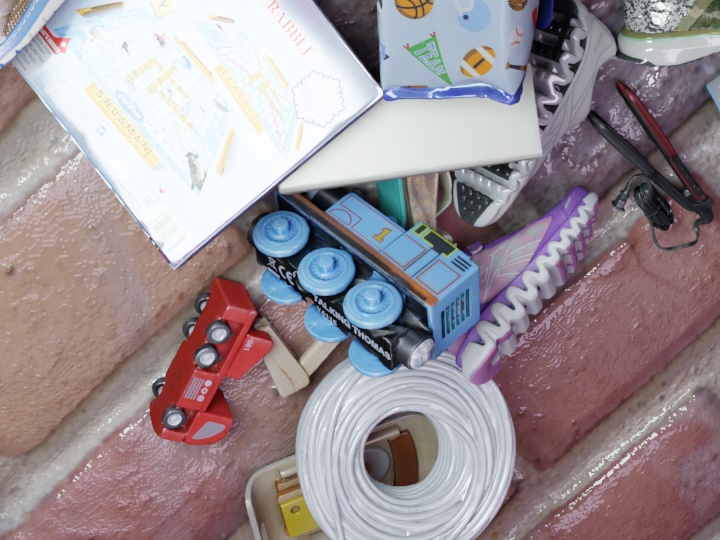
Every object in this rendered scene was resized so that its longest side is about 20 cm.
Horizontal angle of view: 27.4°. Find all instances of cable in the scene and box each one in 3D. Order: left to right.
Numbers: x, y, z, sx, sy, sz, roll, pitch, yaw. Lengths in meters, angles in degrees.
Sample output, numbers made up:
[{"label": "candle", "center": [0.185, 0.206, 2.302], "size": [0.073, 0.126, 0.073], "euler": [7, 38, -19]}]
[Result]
[{"label": "cable", "center": [0.040, 0.164, 1.319], "size": [0.198, 0.069, 0.202], "euler": [-23, 99, -8]}]

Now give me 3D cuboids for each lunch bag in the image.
[{"label": "lunch bag", "center": [0.081, -0.236, 1.045], "size": [0.122, 0.201, 0.172], "euler": [5, 123, 9]}]

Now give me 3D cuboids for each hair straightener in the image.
[{"label": "hair straightener", "center": [0.253, -0.080, 1.313], "size": [0.077, 0.041, 0.200], "euler": [-40, 131, 7]}]

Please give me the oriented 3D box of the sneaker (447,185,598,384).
[{"label": "sneaker", "center": [0.128, -0.002, 1.285], "size": [0.201, 0.088, 0.081], "euler": [-50, 158, -10]}]

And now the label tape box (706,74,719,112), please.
[{"label": "label tape box", "center": [0.401, -0.158, 1.220], "size": [0.066, 0.144, 0.200], "euler": [28, 123, -35]}]

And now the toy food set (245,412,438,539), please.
[{"label": "toy food set", "center": [-0.004, 0.230, 1.391], "size": [0.198, 0.061, 0.145], "euler": [-20, 126, -9]}]

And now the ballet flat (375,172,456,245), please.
[{"label": "ballet flat", "center": [0.050, -0.036, 1.242], "size": [0.067, 0.068, 0.202], "euler": [-23, 130, -30]}]

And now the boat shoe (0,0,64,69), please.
[{"label": "boat shoe", "center": [-0.242, -0.207, 1.019], "size": [0.200, 0.072, 0.072], "euler": [-46, 122, -1]}]

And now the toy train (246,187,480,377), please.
[{"label": "toy train", "center": [0.000, 0.000, 1.170], "size": [0.114, 0.199, 0.087], "euler": [-37, 145, -25]}]

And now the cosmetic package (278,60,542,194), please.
[{"label": "cosmetic package", "center": [0.034, -0.106, 1.121], "size": [0.197, 0.104, 0.074], "euler": [-9, 93, 3]}]

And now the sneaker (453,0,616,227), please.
[{"label": "sneaker", "center": [0.146, -0.122, 1.212], "size": [0.081, 0.075, 0.201], "euler": [17, 105, -45]}]

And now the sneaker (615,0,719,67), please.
[{"label": "sneaker", "center": [0.301, -0.228, 1.198], "size": [0.198, 0.077, 0.089], "euler": [-15, 118, -1]}]

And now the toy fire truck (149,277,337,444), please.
[{"label": "toy fire truck", "center": [-0.082, 0.069, 1.264], "size": [0.140, 0.049, 0.201], "euler": [16, 115, -30]}]

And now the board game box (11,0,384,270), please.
[{"label": "board game box", "center": [-0.117, -0.141, 1.056], "size": [0.199, 0.041, 0.201], "euler": [-38, 92, 6]}]
